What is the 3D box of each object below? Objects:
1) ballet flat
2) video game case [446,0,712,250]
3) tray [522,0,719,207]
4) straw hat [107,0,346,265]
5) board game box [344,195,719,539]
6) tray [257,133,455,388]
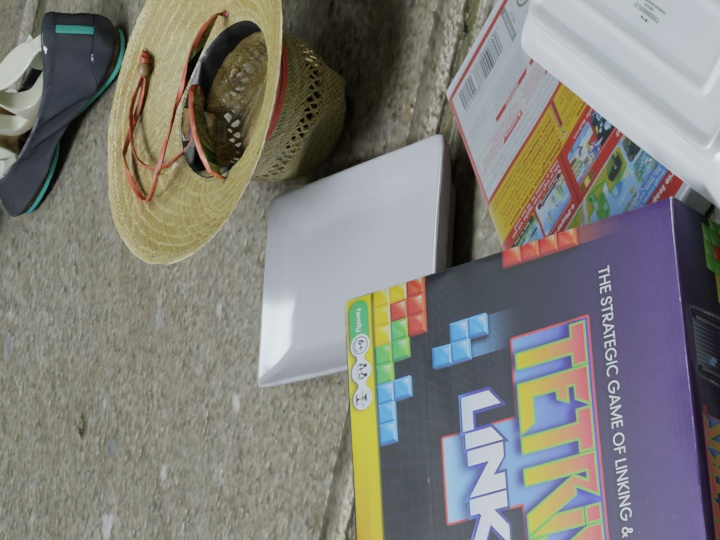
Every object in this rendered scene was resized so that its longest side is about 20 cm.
[{"bbox_3d":[-0.224,-0.108,1.871,0.200,0.073,0.073,-51,39,47],"label":"ballet flat"},{"bbox_3d":[0.097,-0.064,1.253,0.143,0.017,0.200,-60,33,37],"label":"video game case"},{"bbox_3d":[0.128,-0.107,1.157,0.108,0.022,0.200,-62,33,13],"label":"tray"},{"bbox_3d":[-0.055,-0.089,1.497,0.201,0.085,0.202,-29,55,54],"label":"straw hat"},{"bbox_3d":[0.077,0.089,1.127,0.165,0.057,0.201,-20,62,32],"label":"board game box"},{"bbox_3d":[0.000,0.000,1.429,0.200,0.022,0.108,-17,68,62],"label":"tray"}]
